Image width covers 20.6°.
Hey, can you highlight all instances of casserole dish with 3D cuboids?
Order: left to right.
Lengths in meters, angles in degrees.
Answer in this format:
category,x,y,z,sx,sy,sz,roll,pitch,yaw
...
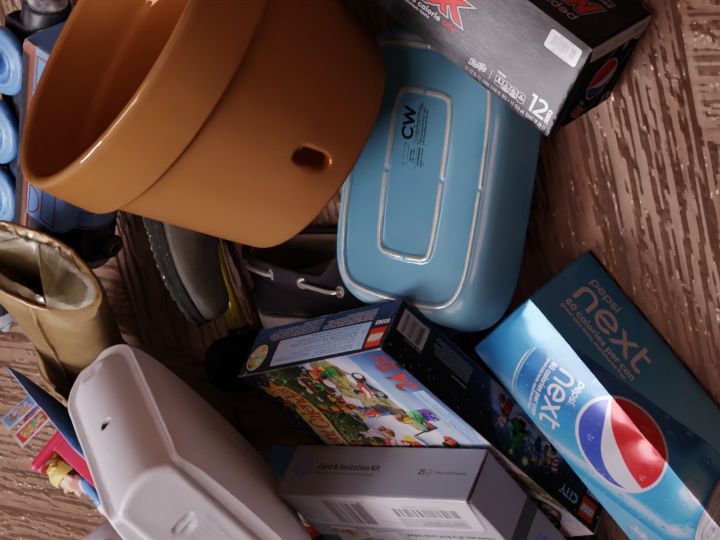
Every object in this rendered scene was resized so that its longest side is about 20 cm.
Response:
category,x,y,z,sx,sy,sz,roll,pitch,yaw
casserole dish,0.040,-0.056,1.144,0.120,0.039,0.202,14,101,31

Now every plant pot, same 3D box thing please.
category,x,y,z,sx,sy,sz,roll,pitch,yaw
plant pot,-0.080,-0.103,1.110,0.140,0.201,0.200,31,143,-25

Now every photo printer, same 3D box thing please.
category,x,y,z,sx,sy,sz,roll,pitch,yaw
photo printer,-0.103,0.136,1.238,0.166,0.069,0.200,45,-177,-26

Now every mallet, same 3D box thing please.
category,x,y,z,sx,sy,sz,roll,pitch,yaw
mallet,-0.093,-0.011,1.338,0.066,0.041,0.202,0,111,42

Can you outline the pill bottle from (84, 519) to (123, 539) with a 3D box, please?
category,x,y,z,sx,sy,sz,roll,pitch,yaw
pill bottle,-0.126,0.277,1.479,0.199,0.112,0.113,35,133,20

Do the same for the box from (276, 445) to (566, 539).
category,x,y,z,sx,sy,sz,roll,pitch,yaw
box,0.064,0.182,1.250,0.155,0.041,0.200,-3,139,42

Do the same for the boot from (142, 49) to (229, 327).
category,x,y,z,sx,sy,sz,roll,pitch,yaw
boot,-0.077,-0.068,1.232,0.130,0.068,0.201,-15,111,1

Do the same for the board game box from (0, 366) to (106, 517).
category,x,y,z,sx,sy,sz,roll,pitch,yaw
board game box,-0.179,0.148,1.350,0.158,0.039,0.200,45,176,-36

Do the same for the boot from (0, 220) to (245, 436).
category,x,y,z,sx,sy,sz,roll,pitch,yaw
boot,-0.170,0.057,1.342,0.174,0.066,0.200,21,158,12

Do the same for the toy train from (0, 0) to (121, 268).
category,x,y,z,sx,sy,sz,roll,pitch,yaw
toy train,-0.200,-0.088,1.328,0.114,0.086,0.201,35,133,28

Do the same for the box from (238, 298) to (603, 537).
category,x,y,z,sx,sy,sz,roll,pitch,yaw
box,0.040,0.099,1.215,0.200,0.038,0.136,41,147,-27

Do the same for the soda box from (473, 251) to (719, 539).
category,x,y,z,sx,sy,sz,roll,pitch,yaw
soda box,0.162,0.094,1.154,0.200,0.068,0.064,50,136,6

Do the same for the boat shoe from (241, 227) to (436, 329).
category,x,y,z,sx,sy,sz,roll,pitch,yaw
boat shoe,0.000,0.000,1.240,0.199,0.074,0.061,0,119,50

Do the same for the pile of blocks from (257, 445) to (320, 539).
category,x,y,z,sx,sy,sz,roll,pitch,yaw
pile of blocks,-0.069,0.171,1.378,0.082,0.063,0.200,26,144,-28

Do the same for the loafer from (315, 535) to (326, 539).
category,x,y,z,sx,sy,sz,roll,pitch,yaw
loafer,0.019,0.267,1.383,0.200,0.063,0.072,46,137,9

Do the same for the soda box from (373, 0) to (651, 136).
category,x,y,z,sx,sy,sz,roll,pitch,yaw
soda box,0.057,-0.165,1.088,0.200,0.071,0.064,40,132,16

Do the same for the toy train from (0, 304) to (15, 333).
category,x,y,z,sx,sy,sz,roll,pitch,yaw
toy train,-0.320,-0.028,1.488,0.114,0.087,0.201,-13,105,38
